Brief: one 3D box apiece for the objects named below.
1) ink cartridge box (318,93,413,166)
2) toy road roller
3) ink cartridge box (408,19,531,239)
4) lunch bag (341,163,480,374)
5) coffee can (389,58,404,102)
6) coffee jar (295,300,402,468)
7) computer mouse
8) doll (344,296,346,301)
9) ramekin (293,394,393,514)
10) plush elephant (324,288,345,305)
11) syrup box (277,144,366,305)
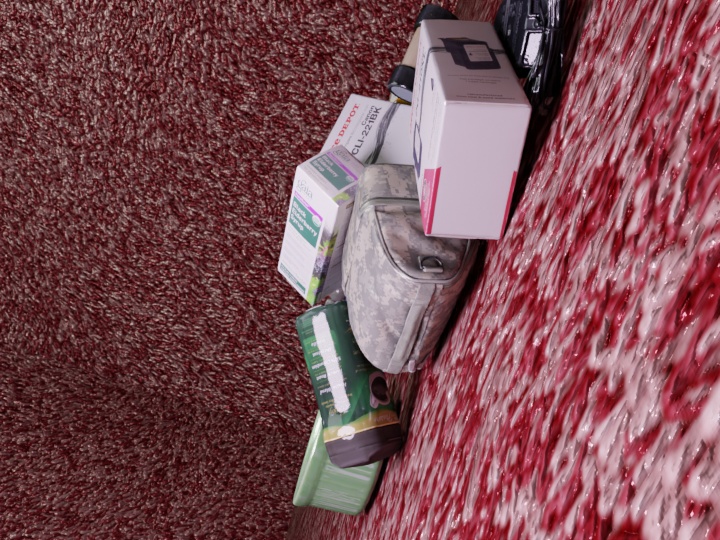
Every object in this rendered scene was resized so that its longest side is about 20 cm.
[{"bbox_3d":[0.046,-0.142,1.017,0.084,0.198,0.146,41,-106,-53],"label":"ink cartridge box"},{"bbox_3d":[0.129,-0.252,1.029,0.124,0.145,0.200,-65,-11,-4],"label":"toy road roller"},{"bbox_3d":[0.103,-0.150,0.772,0.201,0.083,0.146,-93,6,-52],"label":"ink cartridge box"},{"bbox_3d":[0.053,0.003,0.870,0.201,0.137,0.169,106,167,-51],"label":"lunch bag"},{"bbox_3d":[0.129,-0.338,1.534,0.201,0.145,0.147,-75,3,-46],"label":"coffee can"},{"bbox_3d":[-0.013,0.144,0.954,0.104,0.085,0.202,12,-120,-62],"label":"coffee jar"},{"bbox_3d":[0.177,-0.232,0.756,0.200,0.052,0.140,-104,20,-74],"label":"computer mouse"},{"bbox_3d":[0.000,0.000,1.184,0.137,0.048,0.202,126,163,-48],"label":"doll"},{"bbox_3d":[-0.022,0.254,1.098,0.200,0.097,0.202,-162,90,-88],"label":"ramekin"},{"bbox_3d":[-0.044,0.072,2.526,0.200,0.153,0.167,-86,14,-83],"label":"plush elephant"},{"bbox_3d":[-0.045,-0.056,0.979,0.081,0.079,0.201,-33,-24,-33],"label":"syrup box"}]
